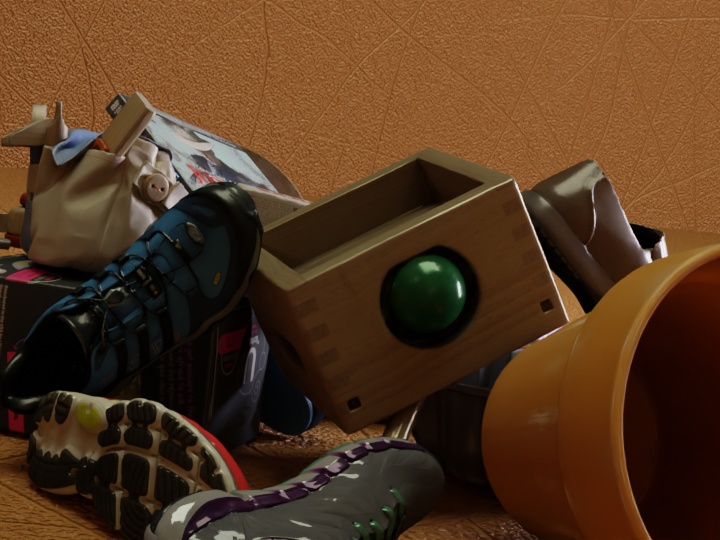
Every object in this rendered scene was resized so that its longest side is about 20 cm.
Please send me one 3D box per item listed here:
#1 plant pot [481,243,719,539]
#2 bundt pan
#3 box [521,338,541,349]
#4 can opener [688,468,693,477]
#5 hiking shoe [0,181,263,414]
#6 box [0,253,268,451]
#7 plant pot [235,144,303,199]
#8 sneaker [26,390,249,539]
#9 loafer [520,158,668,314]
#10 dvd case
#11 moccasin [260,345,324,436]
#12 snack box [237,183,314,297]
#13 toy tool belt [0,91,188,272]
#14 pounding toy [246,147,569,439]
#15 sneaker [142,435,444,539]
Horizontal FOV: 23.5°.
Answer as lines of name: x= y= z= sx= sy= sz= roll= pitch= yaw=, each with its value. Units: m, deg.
plant pot: x=0.166 y=0.093 z=0.961 sx=0.200 sy=0.200 sz=0.183 roll=3 pitch=-8 yaw=-29
bundt pan: x=0.125 y=0.107 z=1.176 sx=0.202 sy=0.076 sz=0.202 roll=6 pitch=8 yaw=-1
box: x=0.056 y=0.032 z=1.373 sx=0.137 sy=0.039 sz=0.200 roll=-15 pitch=-30 yaw=29
can opener: x=0.250 y=0.107 z=1.104 sx=0.066 sy=0.053 sz=0.200 roll=38 pitch=55 yaw=6
hiking shoe: x=-0.137 y=0.026 z=1.045 sx=0.074 sy=0.200 sz=0.087 roll=48 pitch=20 yaw=8
box: x=-0.174 y=0.056 z=1.174 sx=0.200 sy=0.106 sz=0.122 roll=9 pitch=7 yaw=14
plant pot: x=-0.161 y=0.009 z=1.385 sx=0.187 sy=0.187 sz=0.200 roll=11 pitch=21 yaw=30
sneaker: x=-0.112 y=0.106 z=0.980 sx=0.085 sy=0.077 sz=0.200 roll=8 pitch=5 yaw=-38
loafer: x=0.177 y=0.007 z=1.101 sx=0.200 sy=0.071 sz=0.073 roll=49 pitch=-7 yaw=-31
dvd case: x=-0.092 y=-0.047 z=1.283 sx=0.146 sy=0.022 sz=0.200 roll=21 pitch=23 yaw=-51
moccasin: x=-0.084 y=0.030 z=1.259 sx=0.200 sy=0.080 sz=0.068 roll=50 pitch=39 yaw=15
snack box: x=0.000 y=0.000 z=1.186 sx=0.200 sy=0.072 sz=0.024 roll=15 pitch=7 yaw=-22
toy tool belt: x=-0.193 y=-0.067 z=1.216 sx=0.125 sy=0.123 sz=0.200 roll=7 pitch=3 yaw=-31
pounding toy: x=0.021 y=0.035 z=1.076 sx=0.184 sy=0.142 sz=0.200 roll=-26 pitch=17 yaw=-11
sneaker: x=-0.013 y=0.142 z=0.859 sx=0.200 sy=0.074 sz=0.088 roll=-13 pitch=33 yaw=-44
